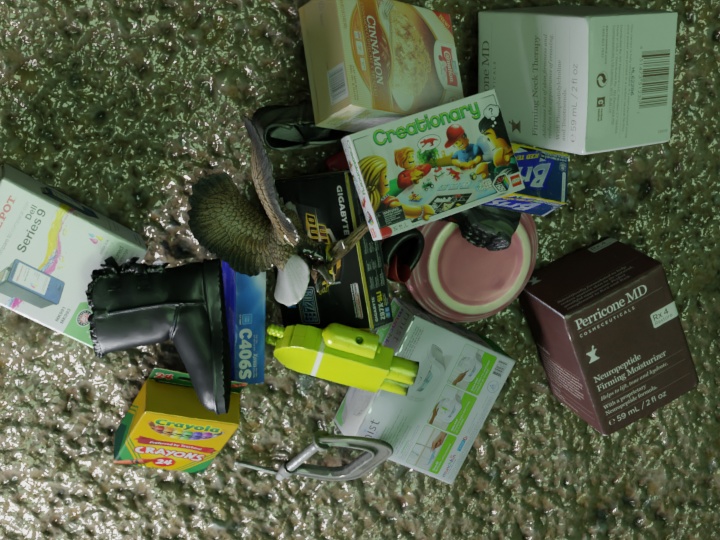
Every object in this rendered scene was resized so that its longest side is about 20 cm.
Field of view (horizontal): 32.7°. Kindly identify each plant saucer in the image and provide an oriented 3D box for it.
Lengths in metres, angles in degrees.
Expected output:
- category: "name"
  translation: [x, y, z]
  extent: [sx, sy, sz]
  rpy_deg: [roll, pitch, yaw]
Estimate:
- category: "plant saucer"
  translation: [0.155, -0.019, 1.676]
  extent: [0.198, 0.051, 0.203]
  rpy_deg: [-6, 110, -16]

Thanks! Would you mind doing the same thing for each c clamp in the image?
- category: "c clamp"
  translation: [-0.055, 0.256, 1.660]
  extent: [0.169, 0.200, 0.027]
  rpy_deg: [17, 58, -25]

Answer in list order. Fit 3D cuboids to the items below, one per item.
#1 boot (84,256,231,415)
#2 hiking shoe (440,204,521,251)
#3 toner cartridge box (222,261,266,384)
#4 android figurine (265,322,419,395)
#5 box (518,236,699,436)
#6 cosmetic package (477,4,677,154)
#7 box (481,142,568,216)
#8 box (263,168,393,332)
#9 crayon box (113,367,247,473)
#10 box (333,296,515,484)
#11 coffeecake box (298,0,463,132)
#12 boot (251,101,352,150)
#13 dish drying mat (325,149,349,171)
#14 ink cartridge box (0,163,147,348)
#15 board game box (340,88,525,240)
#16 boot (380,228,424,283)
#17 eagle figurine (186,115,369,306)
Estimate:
- category: "boot"
  translation: [-0.240, 0.078, 1.464]
  extent: [0.160, 0.073, 0.201]
  rpy_deg: [-5, 90, 0]
- category: "hiking shoe"
  translation: [0.127, -0.114, 1.603]
  extent: [0.199, 0.076, 0.101]
  rpy_deg: [36, 65, -6]
- category: "toner cartridge box"
  translation: [-0.152, 0.038, 1.596]
  extent: [0.043, 0.095, 0.202]
  rpy_deg: [-3, 107, -17]
- category: "android figurine"
  translation: [-0.027, 0.111, 1.567]
  extent: [0.198, 0.182, 0.041]
  rpy_deg: [16, 71, 0]
- category: "box"
  translation: [0.347, 0.090, 1.734]
  extent: [0.165, 0.164, 0.202]
  rpy_deg: [-26, 112, -9]
- category: "cosmetic package"
  translation: [0.274, -0.249, 1.570]
  extent: [0.165, 0.199, 0.169]
  rpy_deg: [-12, 108, -34]
- category: "box"
  translation: [0.159, -0.123, 1.540]
  extent: [0.198, 0.064, 0.071]
  rpy_deg: [9, 75, -15]
- category: "box"
  translation: [-0.045, -0.024, 1.560]
  extent: [0.049, 0.159, 0.202]
  rpy_deg: [-17, 101, -44]
- category: "crayon box"
  translation: [-0.233, 0.196, 1.573]
  extent: [0.126, 0.051, 0.200]
  rpy_deg: [11, 145, -20]
- category: "box"
  translation: [0.088, 0.169, 1.710]
  extent: [0.175, 0.097, 0.202]
  rpy_deg: [23, 98, -22]
- category: "coffeecake box"
  translation: [0.030, -0.249, 1.511]
  extent: [0.199, 0.073, 0.155]
  rpy_deg: [3, 72, -42]
- category: "boot"
  translation: [-0.036, -0.181, 1.548]
  extent: [0.198, 0.131, 0.069]
  rpy_deg: [-12, 108, -15]
- category: "dish drying mat"
  translation: [0.056, -0.157, 1.615]
  extent: [0.198, 0.018, 0.077]
  rpy_deg: [-27, 108, 0]
- category: "ink cartridge box"
  translation: [-0.385, -0.017, 1.509]
  extent: [0.199, 0.088, 0.146]
  rpy_deg: [29, 96, -21]
- category: "board game box"
  translation: [0.088, -0.127, 1.460]
  extent: [0.198, 0.035, 0.128]
  rpy_deg: [-20, 94, -18]
- category: "boot"
  translation: [0.000, 0.000, 1.592]
  extent: [0.072, 0.145, 0.200]
  rpy_deg: [23, 115, -36]
- category: "eagle figurine"
  translation: [-0.108, -0.063, 1.474]
  extent: [0.199, 0.151, 0.152]
  rpy_deg: [38, 82, -12]
